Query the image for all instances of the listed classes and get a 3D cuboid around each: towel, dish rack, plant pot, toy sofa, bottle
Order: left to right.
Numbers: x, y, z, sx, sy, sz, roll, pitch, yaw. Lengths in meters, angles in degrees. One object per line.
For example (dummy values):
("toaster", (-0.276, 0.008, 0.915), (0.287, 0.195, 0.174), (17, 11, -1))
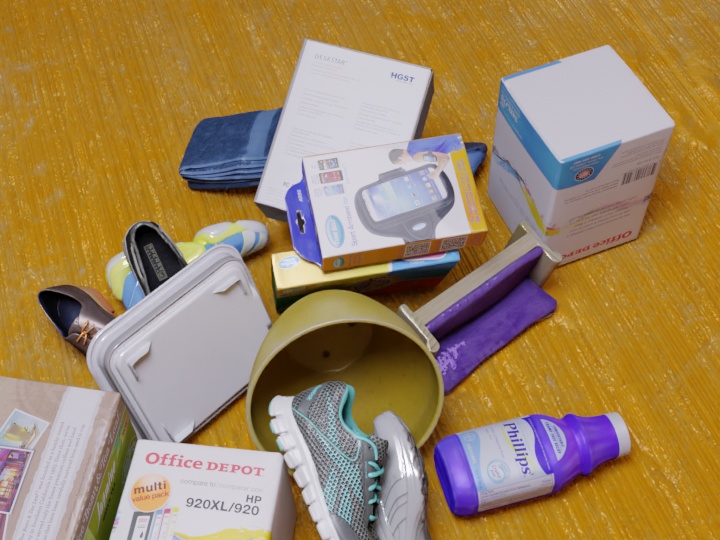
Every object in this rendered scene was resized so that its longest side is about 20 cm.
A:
("dish rack", (-0.171, 0.088, 1.052), (0.200, 0.172, 0.043), (-40, 40, -26))
("towel", (-0.128, -0.157, 1.258), (0.199, 0.049, 0.112), (-3, 55, 25))
("plant pot", (-0.026, 0.101, 1.052), (0.199, 0.201, 0.142), (-9, 30, -6))
("toy sofa", (0.138, 0.042, 1.128), (0.199, 0.083, 0.098), (-33, 73, -21))
("bottle", (0.180, 0.193, 1.042), (0.199, 0.065, 0.084), (-12, 54, -8))

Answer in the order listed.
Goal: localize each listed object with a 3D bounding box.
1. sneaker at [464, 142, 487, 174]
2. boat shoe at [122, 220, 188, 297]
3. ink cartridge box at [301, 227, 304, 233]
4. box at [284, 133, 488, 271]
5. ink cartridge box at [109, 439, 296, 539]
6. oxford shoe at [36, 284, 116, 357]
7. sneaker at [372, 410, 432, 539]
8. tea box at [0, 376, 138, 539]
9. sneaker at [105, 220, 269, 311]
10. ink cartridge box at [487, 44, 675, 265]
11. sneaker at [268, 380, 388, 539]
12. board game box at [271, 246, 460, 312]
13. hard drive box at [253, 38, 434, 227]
("sneaker", (0.098, -0.101, 1.252), (0.074, 0.083, 0.200), (1, 30, 40))
("boat shoe", (-0.200, 0.038, 1.098), (0.070, 0.064, 0.201), (-32, 97, -15))
("ink cartridge box", (-0.018, -0.085, 1.241), (0.103, 0.059, 0.201), (-1, 54, 2))
("box", (0.023, -0.071, 1.052), (0.199, 0.042, 0.120), (-9, 68, -9))
("ink cartridge box", (-0.151, 0.282, 0.931), (0.146, 0.145, 0.201), (5, 54, 5))
("oxford shoe", (-0.283, 0.082, 1.104), (0.199, 0.073, 0.072), (32, 95, 27))
("sneaker", (0.020, 0.239, 0.974), (0.099, 0.078, 0.201), (-8, 80, 6))
("tea box", (-0.295, 0.236, 0.932), (0.133, 0.197, 0.201), (7, 55, 5))
("sneaker", (-0.192, 0.012, 1.180), (0.199, 0.076, 0.106), (-17, 77, -14))
("ink cartridge box", (0.251, -0.128, 1.187), (0.146, 0.201, 0.146), (-19, 55, -13))
("sneaker", (-0.009, 0.191, 0.926), (0.091, 0.078, 0.201), (-29, 78, 5))
("board game box", (0.000, 0.000, 1.126), (0.199, 0.153, 0.041), (-9, 80, -6))
("hard drive box", (-0.015, -0.143, 1.144), (0.155, 0.077, 0.201), (16, 81, 9))
